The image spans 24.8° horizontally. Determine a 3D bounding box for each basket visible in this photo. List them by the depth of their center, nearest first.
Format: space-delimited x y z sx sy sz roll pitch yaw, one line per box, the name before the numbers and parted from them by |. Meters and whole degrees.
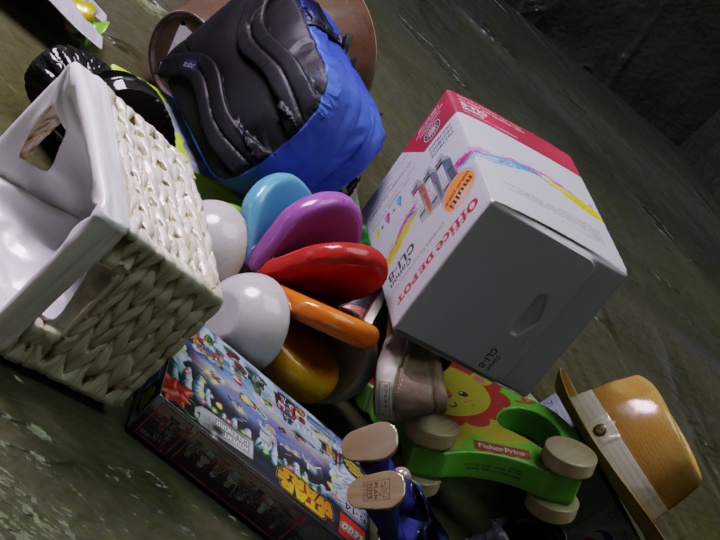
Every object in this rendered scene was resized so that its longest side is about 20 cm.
basket | -0.185 -0.024 1.137 0.123 0.136 0.200 35 21 -34

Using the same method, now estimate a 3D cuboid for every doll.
doll | 0.038 0.198 1.216 0.200 0.048 0.137 61 17 -50

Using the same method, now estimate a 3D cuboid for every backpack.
backpack | -0.060 -0.145 1.473 0.168 0.162 0.200 34 21 -40

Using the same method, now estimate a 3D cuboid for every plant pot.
plant pot | -0.115 -0.222 1.682 0.187 0.187 0.200 52 33 18

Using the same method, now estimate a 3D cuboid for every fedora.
fedora | 0.256 0.160 1.506 0.201 0.082 0.201 57 5 -8

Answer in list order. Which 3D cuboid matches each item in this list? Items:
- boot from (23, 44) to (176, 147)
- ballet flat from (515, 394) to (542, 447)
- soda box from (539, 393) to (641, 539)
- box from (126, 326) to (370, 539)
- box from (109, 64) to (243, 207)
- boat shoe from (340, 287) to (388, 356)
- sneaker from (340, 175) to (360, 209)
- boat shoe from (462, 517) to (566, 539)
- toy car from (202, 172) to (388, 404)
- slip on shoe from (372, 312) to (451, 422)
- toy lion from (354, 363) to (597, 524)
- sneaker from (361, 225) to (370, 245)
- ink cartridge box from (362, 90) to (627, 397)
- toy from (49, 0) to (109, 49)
boot | -0.212 -0.130 1.307 0.158 0.079 0.211 58 -14 24
ballet flat | 0.113 0.108 1.619 0.065 0.071 0.200 -5 32 -29
soda box | 0.202 0.203 1.568 0.068 0.063 0.200 54 7 -26
box | -0.075 0.129 1.205 0.200 0.040 0.137 41 20 -17
box | -0.153 -0.099 1.508 0.200 0.048 0.122 27 26 -42
boat shoe | 0.014 0.016 1.502 0.200 0.062 0.071 -57 147 -45
sneaker | -0.027 -0.108 1.641 0.074 0.080 0.201 -62 145 -42
boat shoe | 0.145 0.243 1.406 0.199 0.066 0.075 21 29 -53
toy car | -0.053 0.004 1.342 0.175 0.150 0.200 22 30 -50
slip on shoe | 0.052 0.065 1.401 0.060 0.076 0.200 2 21 7
toy lion | 0.094 0.131 1.450 0.199 0.069 0.192 13 24 -9
sneaker | 0.000 0.000 1.574 0.200 0.084 0.074 50 18 10
ink cartridge box | 0.108 -0.025 1.388 0.144 0.146 0.200 27 24 -23
toy | -0.321 -0.283 1.530 0.200 0.047 0.115 43 15 -21
